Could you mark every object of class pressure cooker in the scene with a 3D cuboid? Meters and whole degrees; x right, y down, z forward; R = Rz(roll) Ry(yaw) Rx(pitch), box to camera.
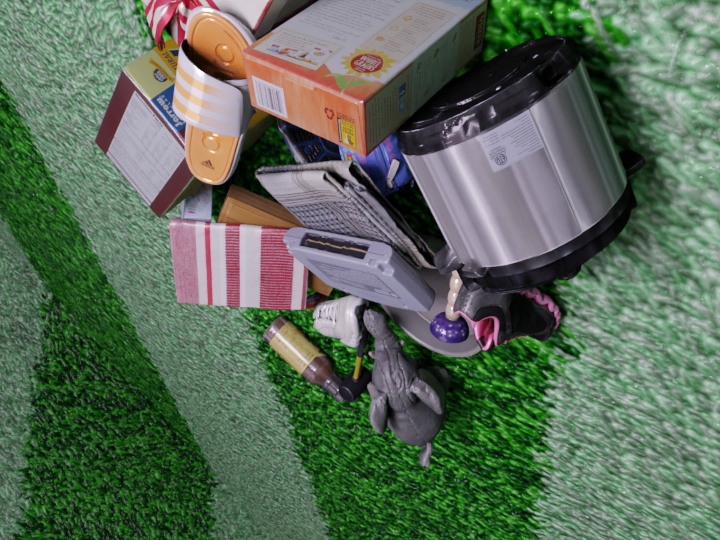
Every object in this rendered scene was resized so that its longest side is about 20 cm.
[{"bbox_3d":[0.142,-0.079,0.579,0.174,0.179,0.202,-8,120,49],"label":"pressure cooker"}]

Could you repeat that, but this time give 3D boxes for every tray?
[{"bbox_3d":[-0.115,-0.040,0.941,0.197,0.037,0.099,22,127,-17],"label":"tray"}]

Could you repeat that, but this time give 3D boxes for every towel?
[{"bbox_3d":[-0.020,-0.062,0.799,0.198,0.035,0.193,7,148,50],"label":"towel"},{"bbox_3d":[-0.173,-0.007,0.933,0.195,0.023,0.146,4,128,-5],"label":"towel"}]

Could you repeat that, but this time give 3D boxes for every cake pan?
[{"bbox_3d":[0.098,0.031,0.885,0.198,0.037,0.203,30,145,24],"label":"cake pan"}]

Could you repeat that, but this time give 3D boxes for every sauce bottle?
[{"bbox_3d":[-0.101,0.176,1.256,0.200,0.065,0.065,43,148,5],"label":"sauce bottle"}]

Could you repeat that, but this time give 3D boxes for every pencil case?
[{"bbox_3d":[0.003,-0.175,0.728,0.087,0.077,0.203,52,165,54],"label":"pencil case"}]

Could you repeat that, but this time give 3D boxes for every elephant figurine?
[{"bbox_3d":[0.058,0.176,0.948,0.154,0.143,0.200,30,169,26],"label":"elephant figurine"}]

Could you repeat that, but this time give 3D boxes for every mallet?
[{"bbox_3d":[0.005,0.147,1.134,0.041,0.066,0.203,30,130,20],"label":"mallet"}]

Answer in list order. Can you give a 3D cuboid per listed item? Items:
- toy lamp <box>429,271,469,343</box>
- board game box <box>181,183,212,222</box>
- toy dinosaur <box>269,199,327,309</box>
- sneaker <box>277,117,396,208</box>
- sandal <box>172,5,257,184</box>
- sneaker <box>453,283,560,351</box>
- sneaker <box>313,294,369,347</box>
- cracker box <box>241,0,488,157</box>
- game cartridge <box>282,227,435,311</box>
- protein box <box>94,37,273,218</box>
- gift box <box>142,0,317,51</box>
[{"bbox_3d":[0.120,-0.014,0.753,0.057,0.058,0.204,25,125,29],"label":"toy lamp"},{"bbox_3d":[-0.261,-0.117,1.021,0.042,0.203,0.201,4,153,-16],"label":"board game box"},{"bbox_3d":[-0.098,-0.018,1.020,0.181,0.106,0.198,40,142,-22],"label":"toy dinosaur"},{"bbox_3d":[-0.041,-0.125,0.832,0.201,0.076,0.077,50,151,-16],"label":"sneaker"},{"bbox_3d":[-0.144,-0.147,0.624,0.078,0.060,0.208,19,139,-2],"label":"sandal"},{"bbox_3d":[0.162,0.051,0.730,0.078,0.097,0.199,18,168,43],"label":"sneaker"},{"bbox_3d":[-0.033,0.076,0.994,0.079,0.077,0.200,16,165,-4],"label":"sneaker"},{"bbox_3d":[0.009,-0.198,0.580,0.132,0.200,0.058,28,146,25],"label":"cracker box"},{"bbox_3d":[0.000,0.000,0.848,0.198,0.041,0.133,14,156,43],"label":"game cartridge"},{"bbox_3d":[-0.208,-0.205,0.830,0.136,0.199,0.199,50,148,-11],"label":"protein box"},{"bbox_3d":[-0.110,-0.298,0.624,0.201,0.187,0.184,48,148,-2],"label":"gift box"}]
